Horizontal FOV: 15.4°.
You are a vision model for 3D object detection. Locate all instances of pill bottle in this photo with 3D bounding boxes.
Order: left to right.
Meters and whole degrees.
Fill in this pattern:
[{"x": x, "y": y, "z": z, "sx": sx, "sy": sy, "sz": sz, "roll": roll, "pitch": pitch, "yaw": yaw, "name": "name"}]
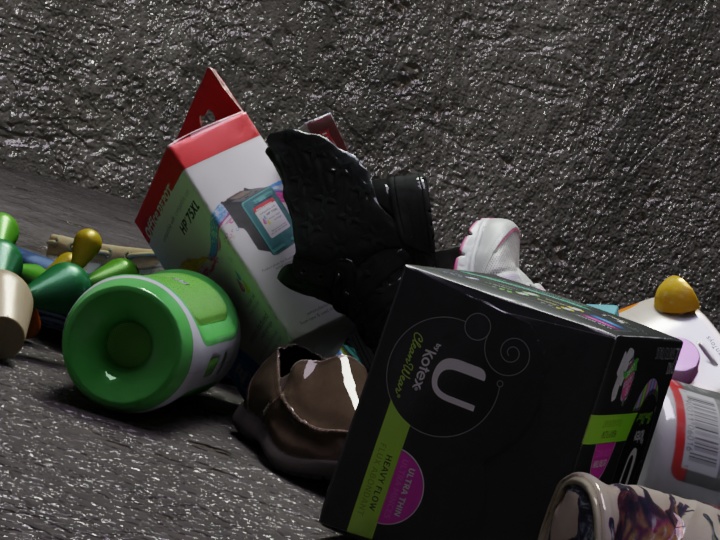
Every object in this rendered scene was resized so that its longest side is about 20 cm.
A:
[{"x": 0.248, "y": 0.142, "z": 1.661, "sx": 0.199, "sy": 0.114, "sz": 0.114, "roll": 16, "pitch": 3, "yaw": -17, "name": "pill bottle"}]

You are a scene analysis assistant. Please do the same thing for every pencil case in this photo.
[{"x": 0.177, "y": 0.158, "z": 1.325, "sx": 0.199, "sy": 0.078, "sz": 0.090, "roll": 15, "pitch": 27, "yaw": -24, "name": "pencil case"}]

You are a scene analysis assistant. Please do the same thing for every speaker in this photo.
[{"x": -0.128, "y": 0.042, "z": 1.666, "sx": 0.088, "sy": 0.089, "sz": 0.200, "roll": 17, "pitch": 3, "yaw": 6, "name": "speaker"}]

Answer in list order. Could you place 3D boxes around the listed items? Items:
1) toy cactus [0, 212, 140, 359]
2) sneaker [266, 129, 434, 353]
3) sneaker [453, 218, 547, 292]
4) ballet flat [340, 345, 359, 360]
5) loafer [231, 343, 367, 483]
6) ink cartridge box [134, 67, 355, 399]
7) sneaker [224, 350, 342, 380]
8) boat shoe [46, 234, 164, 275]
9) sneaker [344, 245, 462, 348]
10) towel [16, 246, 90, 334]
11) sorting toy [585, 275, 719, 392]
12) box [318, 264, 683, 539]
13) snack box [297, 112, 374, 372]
[{"x": -0.243, "y": 0.013, "z": 1.734, "sx": 0.199, "sy": 0.103, "sz": 0.165, "roll": 18, "pitch": 21, "yaw": -17, "name": "toy cactus"}, {"x": -0.003, "y": 0.008, "z": 1.695, "sx": 0.104, "sy": 0.201, "sz": 0.060, "roll": -4, "pitch": -11, "yaw": 1, "name": "sneaker"}, {"x": 0.108, "y": 0.055, "z": 1.698, "sx": 0.088, "sy": 0.201, "sz": 0.081, "roll": -8, "pitch": -29, "yaw": 6, "name": "sneaker"}, {"x": 0.059, "y": 0.070, "z": 1.906, "sx": 0.200, "sy": 0.067, "sz": 0.067, "roll": 23, "pitch": -14, "yaw": 44, "name": "ballet flat"}, {"x": -0.025, "y": 0.084, "z": 1.602, "sx": 0.073, "sy": 0.071, "sz": 0.200, "roll": 15, "pitch": 4, "yaw": -26, "name": "loafer"}, {"x": -0.086, "y": -0.022, "z": 1.797, "sx": 0.067, "sy": 0.200, "sz": 0.116, "roll": -26, "pitch": -16, "yaw": -27, "name": "ink cartridge box"}, {"x": -0.073, "y": 0.057, "z": 1.994, "sx": 0.082, "sy": 0.071, "sz": 0.199, "roll": -12, "pitch": -12, "yaw": 38, "name": "sneaker"}, {"x": -0.149, "y": -0.006, "z": 1.995, "sx": 0.200, "sy": 0.064, "sz": 0.073, "roll": -7, "pitch": -9, "yaw": 28, "name": "boat shoe"}, {"x": -0.014, "y": 0.011, "z": 1.857, "sx": 0.199, "sy": 0.060, "sz": 0.104, "roll": 12, "pitch": -36, "yaw": 21, "name": "sneaker"}, {"x": -0.194, "y": 0.027, "z": 1.890, "sx": 0.199, "sy": 0.049, "sz": 0.111, "roll": 18, "pitch": -2, "yaw": 43, "name": "towel"}, {"x": 0.162, "y": 0.098, "z": 1.761, "sx": 0.179, "sy": 0.107, "sz": 0.200, "roll": -14, "pitch": 52, "yaw": -30, "name": "sorting toy"}, {"x": 0.081, "y": 0.085, "z": 1.442, "sx": 0.124, "sy": 0.149, "sz": 0.200, "roll": 19, "pitch": 4, "yaw": 16, "name": "box"}, {"x": 0.000, "y": 0.000, "z": 1.767, "sx": 0.024, "sy": 0.201, "sz": 0.072, "roll": -22, "pitch": -7, "yaw": -29, "name": "snack box"}]
